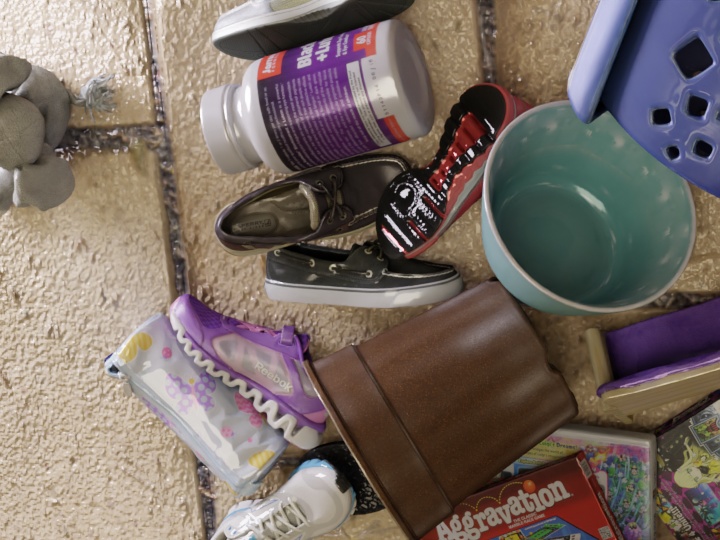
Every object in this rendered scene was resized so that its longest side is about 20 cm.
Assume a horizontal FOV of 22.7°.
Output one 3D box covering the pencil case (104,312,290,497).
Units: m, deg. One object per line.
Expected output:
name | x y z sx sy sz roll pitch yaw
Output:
pencil case | -0.162 0.134 1.781 0.200 0.091 0.083 43 112 -1

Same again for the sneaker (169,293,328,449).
sneaker | -0.096 0.082 1.760 0.200 0.081 0.089 39 105 -4

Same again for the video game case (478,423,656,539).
video game case | 0.189 0.234 1.732 0.199 0.024 0.183 5 108 27

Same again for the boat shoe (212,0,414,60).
boat shoe | -0.045 -0.249 1.653 0.201 0.074 0.065 -19 64 22

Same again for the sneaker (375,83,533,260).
sneaker | 0.095 -0.081 1.652 0.200 0.087 0.074 -51 55 25

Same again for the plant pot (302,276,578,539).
plant pot | 0.080 0.118 1.649 0.198 0.200 0.201 -32 96 -2

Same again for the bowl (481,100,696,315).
bowl | 0.187 -0.039 1.599 0.201 0.201 0.105 39 152 1

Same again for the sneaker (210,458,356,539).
sneaker | -0.084 0.255 1.768 0.200 0.087 0.075 -36 90 40

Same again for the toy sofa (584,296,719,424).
toy sofa | 0.306 0.066 1.618 0.199 0.098 0.083 -19 66 20

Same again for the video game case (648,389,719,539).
video game case | 0.373 0.207 1.687 0.181 0.036 0.200 -36 94 22

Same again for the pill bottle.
pill bottle | -0.042 -0.153 1.652 0.199 0.111 0.112 -15 102 18

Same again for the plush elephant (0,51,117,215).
plush elephant | -0.344 -0.134 1.714 0.199 0.155 0.165 -16 101 19

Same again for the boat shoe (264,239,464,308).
boat shoe | 0.000 0.000 1.711 0.199 0.069 0.057 1 106 17

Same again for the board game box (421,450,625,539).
board game box | 0.151 0.253 1.733 0.199 0.019 0.103 -25 91 31

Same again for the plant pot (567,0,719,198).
plant pot | 0.291 -0.193 1.510 0.179 0.200 0.201 25 112 13

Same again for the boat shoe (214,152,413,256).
boat shoe | -0.043 -0.060 1.683 0.199 0.065 0.072 -15 92 1

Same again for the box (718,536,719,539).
box | 0.409 0.209 1.634 0.117 0.048 0.201 21 109 8

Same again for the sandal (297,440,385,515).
sandal | 0.036 0.195 1.771 0.199 0.045 0.076 -8 102 16
